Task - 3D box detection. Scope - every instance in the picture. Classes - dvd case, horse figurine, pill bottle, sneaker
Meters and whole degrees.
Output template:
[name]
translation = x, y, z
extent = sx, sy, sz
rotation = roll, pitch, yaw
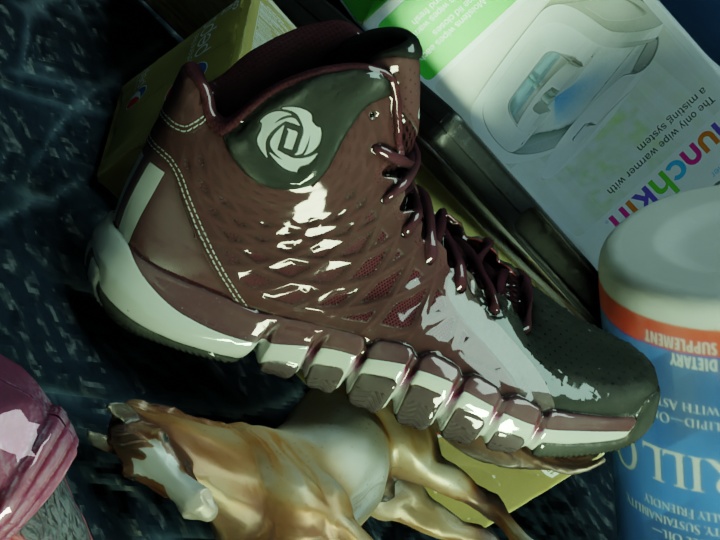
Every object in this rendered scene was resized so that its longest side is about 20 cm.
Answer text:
[dvd case]
translation = 0.051, -0.025, 1.067
extent = 0.200, 0.018, 0.143
rotation = 46, 0, -39
[horse figurine]
translation = 0.005, 0.076, 0.890
extent = 0.133, 0.050, 0.200
rotation = 42, 29, 13
[pill bottle]
translation = 0.149, 0.078, 1.013
extent = 0.112, 0.112, 0.200
rotation = -66, 151, -63
[sneaker]
translation = 0.021, -0.015, 0.883
extent = 0.200, 0.116, 0.076
rotation = 15, 18, -17

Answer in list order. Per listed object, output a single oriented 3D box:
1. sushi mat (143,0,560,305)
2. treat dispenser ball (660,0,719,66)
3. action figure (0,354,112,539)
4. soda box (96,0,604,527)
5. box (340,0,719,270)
[sushi mat]
translation = -0.007, -0.049, 1.023
extent = 0.200, 0.012, 0.096
rotation = 46, -14, -22
[treat dispenser ball]
translation = 0.229, -0.154, 1.444
extent = 0.201, 0.201, 0.201
rotation = 42, 26, -27
[action figure]
translation = -0.124, 0.016, 0.636
extent = 0.200, 0.149, 0.134
rotation = 34, 22, -13
[soda box]
translation = 0.000, 0.000, 0.972
extent = 0.200, 0.068, 0.064
rotation = 46, 26, -22
[box]
translation = 0.070, -0.103, 1.136
extent = 0.176, 0.097, 0.200
rotation = 45, 7, -25
